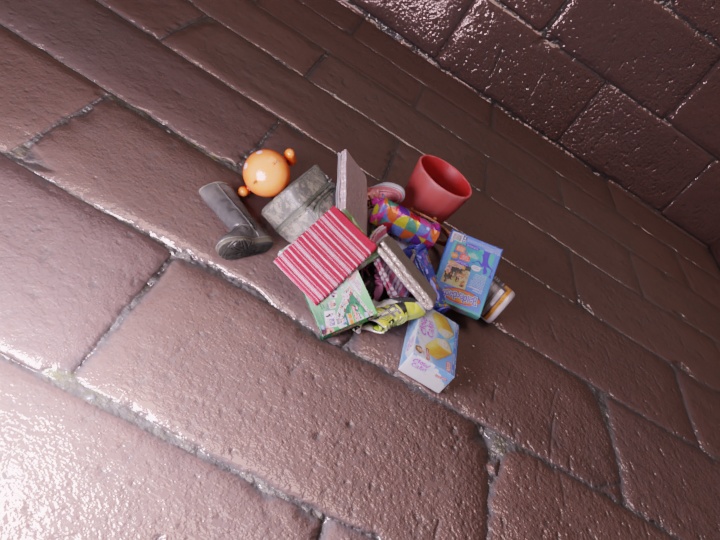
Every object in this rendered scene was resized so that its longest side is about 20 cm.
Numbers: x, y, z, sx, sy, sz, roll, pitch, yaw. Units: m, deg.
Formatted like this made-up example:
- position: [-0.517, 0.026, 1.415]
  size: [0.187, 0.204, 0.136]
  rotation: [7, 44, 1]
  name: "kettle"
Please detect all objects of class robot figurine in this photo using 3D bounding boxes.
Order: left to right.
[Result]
- position: [-0.231, -0.242, 1.566]
  size: [0.141, 0.119, 0.200]
  rotation: [0, 7, -4]
  name: "robot figurine"

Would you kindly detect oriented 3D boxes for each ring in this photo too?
- position: [0.202, -0.127, 1.841]
  size: [0.199, 0.019, 0.201]
  rotation: [32, -8, 5]
  name: "ring"

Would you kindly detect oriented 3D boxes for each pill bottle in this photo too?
- position: [0.326, 0.043, 1.774]
  size: [0.200, 0.117, 0.116]
  rotation: [43, 33, 9]
  name: "pill bottle"

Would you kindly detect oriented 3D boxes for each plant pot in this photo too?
- position: [0.218, -0.226, 1.949]
  size: [0.198, 0.178, 0.202]
  rotation: [23, 35, -17]
  name: "plant pot"

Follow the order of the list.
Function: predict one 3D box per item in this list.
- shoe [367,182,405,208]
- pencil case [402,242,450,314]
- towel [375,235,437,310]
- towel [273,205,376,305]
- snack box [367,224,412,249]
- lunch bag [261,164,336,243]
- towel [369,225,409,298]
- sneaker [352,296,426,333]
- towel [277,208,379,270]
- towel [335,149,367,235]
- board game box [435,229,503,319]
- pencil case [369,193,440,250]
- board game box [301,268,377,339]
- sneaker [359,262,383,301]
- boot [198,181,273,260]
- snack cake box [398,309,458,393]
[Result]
- position: [0.023, -0.194, 1.764]
  size: [0.197, 0.072, 0.091]
  rotation: [1, 34, 17]
  name: "shoe"
- position: [0.162, 0.024, 1.621]
  size: [0.087, 0.077, 0.202]
  rotation: [57, 12, -79]
  name: "pencil case"
- position: [0.110, 0.005, 1.491]
  size: [0.201, 0.034, 0.132]
  rotation: [51, 15, 1]
  name: "towel"
- position: [-0.076, -0.037, 1.406]
  size: [0.145, 0.023, 0.200]
  rotation: [43, 73, 11]
  name: "towel"
- position: [0.106, -0.084, 1.771]
  size: [0.168, 0.068, 0.201]
  rotation: [34, 32, -5]
  name: "snack box"
- position: [-0.124, -0.148, 1.585]
  size: [0.168, 0.139, 0.200]
  rotation: [51, 33, -9]
  name: "lunch bag"
- position: [0.076, -0.004, 1.576]
  size: [0.202, 0.030, 0.147]
  rotation: [65, 19, -13]
  name: "towel"
- position: [0.061, 0.111, 1.470]
  size: [0.197, 0.076, 0.077]
  rotation: [-4, 56, -13]
  name: "sneaker"
- position: [-0.073, -0.039, 1.461]
  size: [0.199, 0.031, 0.150]
  rotation: [-35, 79, -13]
  name: "towel"
- position: [-0.020, -0.181, 1.624]
  size: [0.191, 0.032, 0.203]
  rotation: [42, 46, -65]
  name: "towel"
- position: [0.281, 0.011, 1.699]
  size: [0.150, 0.045, 0.202]
  rotation: [22, 75, 4]
  name: "board game box"
- position: [0.119, -0.129, 1.704]
  size: [0.198, 0.089, 0.089]
  rotation: [27, 34, -16]
  name: "pencil case"
- position: [-0.062, 0.037, 1.403]
  size: [0.133, 0.029, 0.202]
  rotation: [-20, 70, -13]
  name: "board game box"
- position: [0.000, 0.000, 1.575]
  size: [0.094, 0.080, 0.201]
  rotation: [11, 38, -15]
  name: "sneaker"
- position: [-0.306, -0.121, 1.433]
  size: [0.201, 0.072, 0.181]
  rotation: [55, 23, 15]
  name: "boot"
- position: [0.166, 0.180, 1.500]
  size: [0.114, 0.067, 0.201]
  rotation: [32, 33, -8]
  name: "snack cake box"
